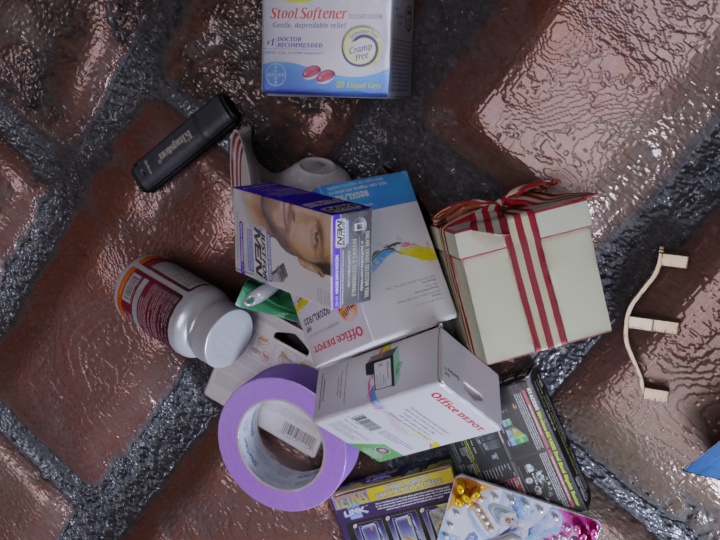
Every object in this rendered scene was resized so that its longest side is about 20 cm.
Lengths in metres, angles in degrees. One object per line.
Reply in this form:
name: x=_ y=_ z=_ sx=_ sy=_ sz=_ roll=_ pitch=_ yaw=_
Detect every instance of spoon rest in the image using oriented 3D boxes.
spoon rest: x=-0.098 y=-0.139 z=1.204 sx=0.200 sy=0.099 sz=0.061 roll=29 pitch=130 yaw=27

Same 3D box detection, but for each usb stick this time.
usb stick: x=-0.261 y=-0.187 z=1.273 sx=0.200 sy=0.033 sz=0.056 roll=-34 pitch=89 yaw=22

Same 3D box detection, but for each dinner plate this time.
dinner plate: x=-0.154 y=-0.093 z=1.178 sx=0.024 sy=0.200 sz=0.201 roll=-7 pitch=100 yaw=-16

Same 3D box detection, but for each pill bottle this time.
pill bottle: x=-0.258 y=0.060 z=1.250 sx=0.200 sy=0.109 sz=0.110 roll=26 pitch=109 yaw=33

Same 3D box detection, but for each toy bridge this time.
toy bridge: x=0.374 y=0.067 z=1.102 sx=0.067 sy=0.027 sz=0.201 roll=7 pitch=102 yaw=19

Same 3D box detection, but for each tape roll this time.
tape roll: x=-0.103 y=0.240 z=1.236 sx=0.199 sy=0.066 sz=0.201 roll=5 pitch=104 yaw=20

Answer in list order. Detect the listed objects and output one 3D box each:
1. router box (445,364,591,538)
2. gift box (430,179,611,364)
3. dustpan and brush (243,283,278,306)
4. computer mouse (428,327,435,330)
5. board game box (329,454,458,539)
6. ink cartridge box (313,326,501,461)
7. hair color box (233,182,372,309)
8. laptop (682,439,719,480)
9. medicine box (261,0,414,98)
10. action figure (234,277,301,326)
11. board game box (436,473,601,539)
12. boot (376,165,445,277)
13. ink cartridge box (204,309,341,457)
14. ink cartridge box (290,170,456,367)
router box: x=0.207 y=0.248 z=1.175 sx=0.149 sy=0.062 sz=0.201 roll=-23 pitch=92 yaw=22
gift box: x=0.198 y=-0.007 z=1.042 sx=0.184 sy=0.200 sz=0.188 roll=-16 pitch=96 yaw=-8
dustpan and brush: x=-0.075 y=-0.007 z=1.194 sx=0.140 sy=0.200 sz=0.057 roll=58 pitch=151 yaw=1
computer mouse: x=0.068 y=0.140 z=1.225 sx=0.059 sy=0.034 sz=0.201 roll=30 pitch=105 yaw=34
board game box: x=0.074 y=0.372 z=1.249 sx=0.199 sy=0.057 sz=0.166 roll=-18 pitch=92 yaw=21
ink cartridge box: x=0.062 y=0.165 z=1.109 sx=0.199 sy=0.084 sz=0.145 roll=-23 pitch=136 yaw=32
hair color box: x=-0.072 y=-0.034 z=1.010 sx=0.200 sy=0.065 sz=0.110 roll=17 pitch=113 yaw=46
laptop: x=0.529 y=0.237 z=1.033 sx=0.200 sy=0.116 sz=0.187 roll=46 pitch=111 yaw=6
medicine box: x=-0.029 y=-0.330 z=1.128 sx=0.181 sy=0.103 sz=0.201 roll=5 pitch=103 yaw=18
action figure: x=-0.065 y=0.045 z=1.226 sx=0.199 sy=0.055 sz=0.119 roll=26 pitch=70 yaw=-1
board game box: x=0.201 y=0.393 z=1.163 sx=0.199 sy=0.026 sz=0.201 roll=16 pitch=112 yaw=10
boot: x=0.057 y=-0.039 z=1.168 sx=0.097 sy=0.075 sz=0.200 roll=-34 pitch=90 yaw=19
ink cartridge box: x=-0.116 y=0.155 z=1.280 sx=0.199 sy=0.045 sz=0.177 roll=28 pitch=109 yaw=12
ink cartridge box: x=0.000 y=0.000 z=1.098 sx=0.147 sy=0.144 sz=0.201 roll=-29 pitch=79 yaw=52
